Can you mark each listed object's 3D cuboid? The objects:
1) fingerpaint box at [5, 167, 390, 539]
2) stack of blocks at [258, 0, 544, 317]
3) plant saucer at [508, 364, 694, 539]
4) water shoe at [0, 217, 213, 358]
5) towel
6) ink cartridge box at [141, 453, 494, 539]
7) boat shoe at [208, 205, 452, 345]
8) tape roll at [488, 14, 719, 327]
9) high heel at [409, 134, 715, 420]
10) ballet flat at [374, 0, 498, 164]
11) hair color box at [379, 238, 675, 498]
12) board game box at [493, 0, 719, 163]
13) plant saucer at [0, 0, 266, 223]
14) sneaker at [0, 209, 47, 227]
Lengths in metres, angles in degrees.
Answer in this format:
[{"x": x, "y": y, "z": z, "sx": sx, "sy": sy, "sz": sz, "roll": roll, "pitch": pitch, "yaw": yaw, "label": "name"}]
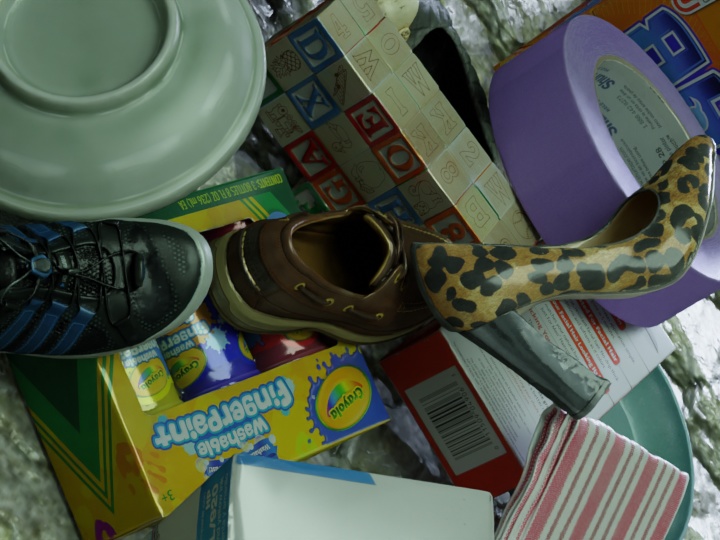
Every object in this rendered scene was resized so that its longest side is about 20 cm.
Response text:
[{"x": -0.096, "y": 0.045, "z": 1.313, "sx": 0.199, "sy": 0.073, "sz": 0.168, "roll": -18, "pitch": 83, "yaw": -48, "label": "fingerpaint box"}, {"x": 0.008, "y": -0.067, "z": 1.446, "sx": 0.200, "sy": 0.115, "sz": 0.059, "roll": 53, "pitch": 42, "yaw": -10, "label": "stack of blocks"}, {"x": 0.148, "y": 0.114, "z": 1.558, "sx": 0.199, "sy": 0.036, "sz": 0.201, "roll": 23, "pitch": 55, "yaw": -37, "label": "plant saucer"}, {"x": -0.173, "y": 0.011, "z": 1.180, "sx": 0.199, "sy": 0.079, "sz": 0.072, "roll": -8, "pitch": 84, "yaw": -7, "label": "water shoe"}, {"x": 0.133, "y": 0.169, "z": 1.433, "sx": 0.200, "sy": 0.030, "sz": 0.147, "roll": 30, "pitch": 86, "yaw": -56, "label": "towel"}, {"x": -0.037, "y": 0.201, "z": 1.176, "sx": 0.146, "sy": 0.200, "sz": 0.146, "roll": 10, "pitch": 62, "yaw": -22, "label": "ink cartridge box"}, {"x": 0.000, "y": 0.000, "z": 1.332, "sx": 0.199, "sy": 0.067, "sz": 0.072, "roll": 0, "pitch": 69, "yaw": -49, "label": "boat shoe"}, {"x": 0.170, "y": -0.066, "z": 1.508, "sx": 0.200, "sy": 0.065, "sz": 0.201, "roll": 39, "pitch": 32, "yaw": -31, "label": "tape roll"}, {"x": 0.123, "y": -0.032, "z": 1.352, "sx": 0.142, "sy": 0.071, "sz": 0.201, "roll": 37, "pitch": 70, "yaw": -13, "label": "high heel"}, {"x": 0.050, "y": -0.127, "z": 1.510, "sx": 0.057, "sy": 0.066, "sz": 0.200, "roll": 52, "pitch": 4, "yaw": 31, "label": "ballet flat"}, {"x": 0.110, "y": 0.054, "z": 1.477, "sx": 0.200, "sy": 0.064, "sz": 0.111, "roll": -34, "pitch": 93, "yaw": -47, "label": "hair color box"}, {"x": 0.262, "y": -0.136, "z": 1.679, "sx": 0.200, "sy": 0.199, "sz": 0.201, "roll": -38, "pitch": 98, "yaw": -48, "label": "board game box"}, {"x": -0.152, "y": -0.122, "z": 1.270, "sx": 0.199, "sy": 0.050, "sz": 0.201, "roll": 0, "pitch": 60, "yaw": 0, "label": "plant saucer"}, {"x": -0.139, "y": -0.069, "z": 1.321, "sx": 0.200, "sy": 0.073, "sz": 0.071, "roll": -45, "pitch": 144, "yaw": -26, "label": "sneaker"}]
